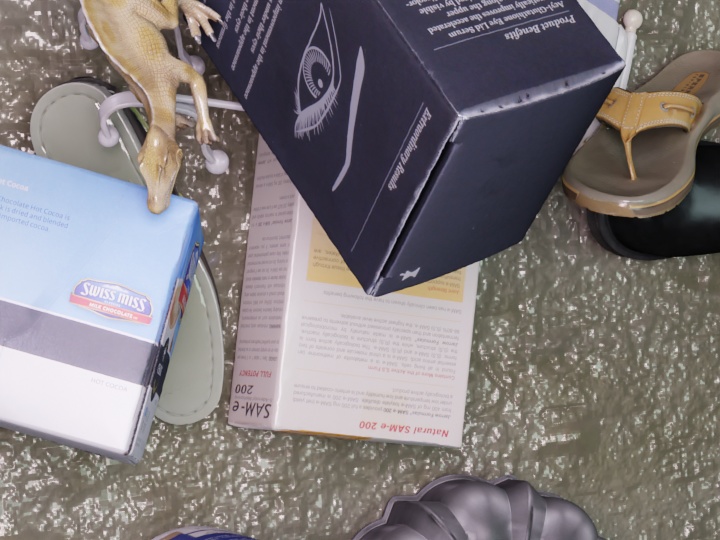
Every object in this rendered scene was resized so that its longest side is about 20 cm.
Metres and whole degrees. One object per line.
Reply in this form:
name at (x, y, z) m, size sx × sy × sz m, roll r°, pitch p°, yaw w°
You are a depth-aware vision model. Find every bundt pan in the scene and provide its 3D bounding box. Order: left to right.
bundt pan at (0.081, 0.215, 1.193) m, size 0.201 × 0.076 × 0.202 m, roll 3°, pitch 75°, yaw -10°

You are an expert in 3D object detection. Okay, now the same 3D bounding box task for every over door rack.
over door rack at (-0.061, -0.130, 1.117) m, size 0.199 × 0.067 × 0.148 m, roll -2°, pitch 57°, yaw -21°

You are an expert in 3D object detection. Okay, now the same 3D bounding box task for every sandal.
sandal at (0.183, -0.096, 1.250) m, size 0.200 × 0.080 × 0.054 m, roll -47°, pitch 137°, yaw -43°

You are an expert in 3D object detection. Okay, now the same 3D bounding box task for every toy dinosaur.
toy dinosaur at (-0.115, -0.123, 0.980) m, size 0.058 × 0.101 × 0.200 m, roll -33°, pitch 77°, yaw 16°

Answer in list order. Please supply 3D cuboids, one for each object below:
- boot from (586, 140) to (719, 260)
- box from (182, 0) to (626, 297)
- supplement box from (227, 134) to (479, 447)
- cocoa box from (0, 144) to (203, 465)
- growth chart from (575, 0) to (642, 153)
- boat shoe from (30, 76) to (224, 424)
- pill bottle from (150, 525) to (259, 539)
boot at (0.266, -0.047, 1.272) m, size 0.211 × 0.158 × 0.080 m, roll -6°, pitch 97°, yaw -29°
box at (0.015, -0.114, 0.997) m, size 0.104 × 0.148 × 0.200 m, roll -20°, pitch 65°, yaw -31°
supplement box at (0.000, 0.000, 1.185) m, size 0.126 × 0.073 × 0.201 m, roll 9°, pitch 85°, yaw -27°
cocoa box at (-0.190, 0.008, 1.019) m, size 0.199 × 0.133 × 0.132 m, roll 16°, pitch 82°, yaw -1°
growth chart at (0.119, -0.147, 1.237) m, size 0.200 × 0.018 × 0.145 m, roll 30°, pitch 73°, yaw -49°
boat shoe at (-0.122, -0.014, 1.126) m, size 0.072 × 0.061 × 0.202 m, roll -18°, pitch 101°, yaw 9°
pill bottle at (-0.055, 0.204, 1.089) m, size 0.111 × 0.200 × 0.111 m, roll 0°, pitch 90°, yaw -28°
